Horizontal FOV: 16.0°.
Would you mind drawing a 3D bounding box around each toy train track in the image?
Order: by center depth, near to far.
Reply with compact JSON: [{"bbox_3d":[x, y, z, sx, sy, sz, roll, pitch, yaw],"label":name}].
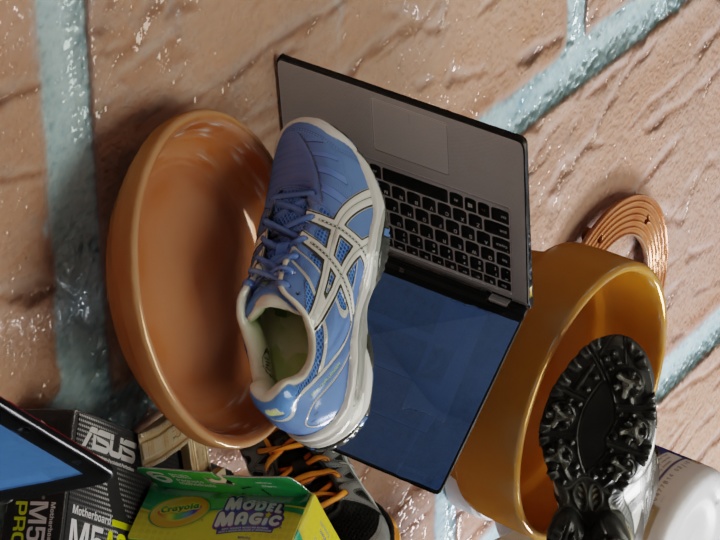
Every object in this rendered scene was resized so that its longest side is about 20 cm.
[{"bbox_3d":[-0.099,0.051,1.565,0.115,0.032,0.202,-37,124,-58],"label":"toy train track"}]

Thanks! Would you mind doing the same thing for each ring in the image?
[{"bbox_3d":[0.200,0.031,2.124,0.200,0.019,0.202,-36,136,-45],"label":"ring"}]

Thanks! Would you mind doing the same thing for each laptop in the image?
[{"bbox_3d":[0.000,0.000,1.592,0.116,0.186,0.201,-43,141,-39],"label":"laptop"}]

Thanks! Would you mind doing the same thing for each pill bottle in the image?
[{"bbox_3d":[0.171,0.176,1.978,0.120,0.199,0.120,-37,138,-43],"label":"pill bottle"}]

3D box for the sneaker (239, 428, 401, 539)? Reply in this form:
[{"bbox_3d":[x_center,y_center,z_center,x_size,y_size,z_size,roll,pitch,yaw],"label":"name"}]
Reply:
[{"bbox_3d":[-0.037,0.136,1.648,0.078,0.200,0.078,-29,127,-6],"label":"sneaker"}]

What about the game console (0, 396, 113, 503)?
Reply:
[{"bbox_3d":[-0.249,0.135,1.328,0.173,0.118,0.200,-64,150,-10],"label":"game console"}]

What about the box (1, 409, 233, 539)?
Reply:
[{"bbox_3d":[-0.148,0.182,1.554,0.200,0.044,0.162,32,61,-60],"label":"box"}]

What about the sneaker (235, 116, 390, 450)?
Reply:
[{"bbox_3d":[-0.031,0.001,1.517,0.077,0.075,0.202,25,58,-56],"label":"sneaker"}]

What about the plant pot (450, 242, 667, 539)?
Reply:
[{"bbox_3d":[0.086,0.061,1.780,0.200,0.182,0.201,-38,139,-43],"label":"plant pot"}]

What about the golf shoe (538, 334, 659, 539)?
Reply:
[{"bbox_3d":[0.161,0.119,1.700,0.095,0.077,0.201,-55,155,-57],"label":"golf shoe"}]

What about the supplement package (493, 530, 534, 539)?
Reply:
[{"bbox_3d":[0.082,0.299,1.897,0.199,0.111,0.156,-25,144,3],"label":"supplement package"}]

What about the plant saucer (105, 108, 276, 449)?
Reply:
[{"bbox_3d":[-0.093,0.006,1.518,0.200,0.037,0.202,24,62,-58],"label":"plant saucer"}]

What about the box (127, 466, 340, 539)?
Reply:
[{"bbox_3d":[-0.058,0.191,1.557,0.201,0.117,0.049,64,38,-40],"label":"box"}]
